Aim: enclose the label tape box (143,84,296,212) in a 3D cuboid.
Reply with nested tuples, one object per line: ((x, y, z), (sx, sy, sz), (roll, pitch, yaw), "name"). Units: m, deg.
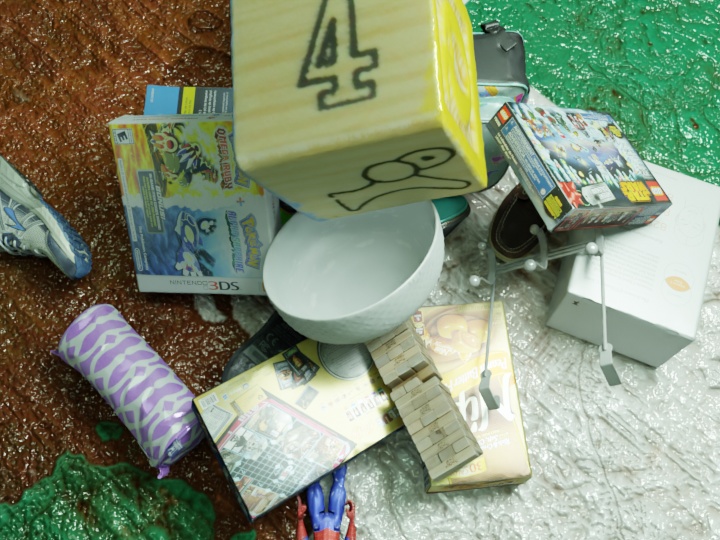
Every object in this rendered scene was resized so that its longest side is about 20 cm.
((-0.175, -0.155, 0.988), (0.194, 0.064, 0.148), (2, 67, -2), "label tape box")

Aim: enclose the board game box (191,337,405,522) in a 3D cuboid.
((-0.062, 0.154, 0.827), (0.197, 0.035, 0.137), (-25, 76, -23), "board game box")

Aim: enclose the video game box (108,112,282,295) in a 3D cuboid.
((-0.180, -0.072, 0.876), (0.177, 0.205, 0.047), (0, 22, 12), "video game box")

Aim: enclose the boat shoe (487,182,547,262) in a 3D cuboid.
((0.229, -0.100, 0.979), (0.072, 0.072, 0.201), (37, 70, 13), "boat shoe")

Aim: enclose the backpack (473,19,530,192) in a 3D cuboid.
((0.112, -0.180, 0.939), (0.171, 0.201, 0.157), (-1, 70, 2), "backpack")

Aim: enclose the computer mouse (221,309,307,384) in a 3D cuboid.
((-0.079, 0.099, 0.897), (0.138, 0.053, 0.200), (43, 63, 8), "computer mouse")

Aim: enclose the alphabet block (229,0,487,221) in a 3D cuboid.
((0.003, -0.178, 0.752), (0.195, 0.195, 0.202), (-9, 77, 18), "alphabet block")

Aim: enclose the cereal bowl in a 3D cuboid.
((0.000, 0.000, 0.828), (0.196, 0.084, 0.203), (-15, 43, 14), "cereal bowl")

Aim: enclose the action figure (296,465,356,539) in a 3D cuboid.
((-0.037, 0.261, 0.832), (0.064, 0.052, 0.205), (1, 69, -7), "action figure")

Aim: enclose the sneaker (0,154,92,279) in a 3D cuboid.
((-0.401, -0.046, 0.937), (0.085, 0.077, 0.199), (-45, 68, -8), "sneaker")

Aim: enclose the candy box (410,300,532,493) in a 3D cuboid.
((0.119, 0.141, 0.882), (0.112, 0.056, 0.205), (-4, 66, -3), "candy box")

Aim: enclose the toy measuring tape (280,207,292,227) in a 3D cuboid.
((-0.141, -0.057, 0.932), (0.197, 0.074, 0.075), (28, 67, -10), "toy measuring tape")

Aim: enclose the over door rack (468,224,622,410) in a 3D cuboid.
((0.191, 0.032, 0.825), (0.145, 0.067, 0.204), (-17, 50, 30), "over door rack")

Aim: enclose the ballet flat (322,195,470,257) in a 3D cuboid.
((0.041, -0.038, 0.949), (0.195, 0.073, 0.074), (-16, 68, -9), "ballet flat")

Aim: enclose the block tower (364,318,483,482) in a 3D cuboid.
((0.061, 0.124, 0.830), (0.053, 0.058, 0.202), (-33, 59, 10), "block tower")

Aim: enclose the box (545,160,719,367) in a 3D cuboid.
((0.325, -0.015, 0.929), (0.149, 0.107, 0.203), (20, 68, 7), "box")

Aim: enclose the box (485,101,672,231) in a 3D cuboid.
((0.238, -0.112, 0.834), (0.197, 0.040, 0.139), (-6, 61, -41), "box")

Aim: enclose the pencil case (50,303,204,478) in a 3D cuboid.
((-0.250, 0.130, 0.861), (0.086, 0.084, 0.200), (-47, 74, 5), "pencil case")

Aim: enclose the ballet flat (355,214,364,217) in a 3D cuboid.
((-0.026, -0.136, 0.968), (0.065, 0.058, 0.201), (-18, 46, -13), "ballet flat")
